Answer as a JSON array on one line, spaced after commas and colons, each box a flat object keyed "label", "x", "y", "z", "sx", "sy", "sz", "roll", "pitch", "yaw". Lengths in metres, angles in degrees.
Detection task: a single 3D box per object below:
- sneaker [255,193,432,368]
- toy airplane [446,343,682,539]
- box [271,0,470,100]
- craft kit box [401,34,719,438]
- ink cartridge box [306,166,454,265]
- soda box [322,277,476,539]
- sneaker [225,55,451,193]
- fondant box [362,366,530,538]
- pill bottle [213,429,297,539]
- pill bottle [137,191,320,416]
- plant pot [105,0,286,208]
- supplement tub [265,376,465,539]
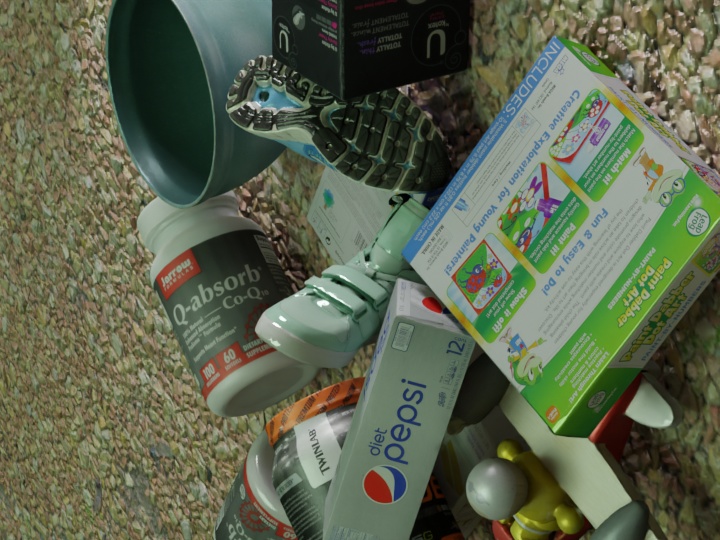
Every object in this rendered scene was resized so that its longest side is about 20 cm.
[{"label": "sneaker", "x": 0.000, "y": 0.000, "z": 1.496, "sx": 0.074, "sy": 0.200, "sz": 0.118, "roll": 32, "pitch": 114, "yaw": 23}, {"label": "toy airplane", "x": 0.142, "y": 0.137, "z": 1.448, "sx": 0.200, "sy": 0.141, "sz": 0.200, "roll": -3, "pitch": 101, "yaw": 60}, {"label": "box", "x": 0.008, "y": -0.246, "z": 1.507, "sx": 0.106, "sy": 0.122, "sz": 0.201, "roll": 34, "pitch": 132, "yaw": 48}, {"label": "craft kit box", "x": 0.145, "y": -0.024, "z": 1.379, "sx": 0.200, "sy": 0.048, "sz": 0.198, "roll": -54, "pitch": 50, "yaw": 21}, {"label": "ink cartridge box", "x": 0.020, "y": -0.067, "z": 1.659, "sx": 0.119, "sy": 0.042, "sz": 0.200, "roll": 57, "pitch": 148, "yaw": 28}, {"label": "soda box", "x": 0.028, "y": 0.112, "z": 1.479, "sx": 0.068, "sy": 0.063, "sz": 0.200, "roll": -85, "pitch": 11, "yaw": -65}, {"label": "sneaker", "x": -0.006, "y": -0.112, "z": 1.582, "sx": 0.200, "sy": 0.090, "sz": 0.079, "roll": 27, "pitch": 91, "yaw": 31}, {"label": "fondant box", "x": 0.064, "y": 0.127, "z": 1.661, "sx": 0.144, "sy": 0.058, "sz": 0.200, "roll": 60, "pitch": 149, "yaw": 22}, {"label": "pill bottle", "x": -0.073, "y": 0.234, "z": 1.887, "sx": 0.116, "sy": 0.116, "sz": 0.200, "roll": 59, "pitch": 148, "yaw": 24}, {"label": "pill bottle", "x": -0.124, "y": 0.023, "z": 1.856, "sx": 0.200, "sy": 0.116, "sz": 0.116, "roll": 62, "pitch": 149, "yaw": 19}, {"label": "plant pot", "x": -0.118, "y": -0.166, "z": 1.748, "sx": 0.200, "sy": 0.134, "sz": 0.201, "roll": 34, "pitch": 131, "yaw": 50}, {"label": "supplement tub", "x": 0.007, "y": 0.195, "z": 1.611, "sx": 0.200, "sy": 0.122, "sz": 0.123, "roll": 64, "pitch": 149, "yaw": 13}]
